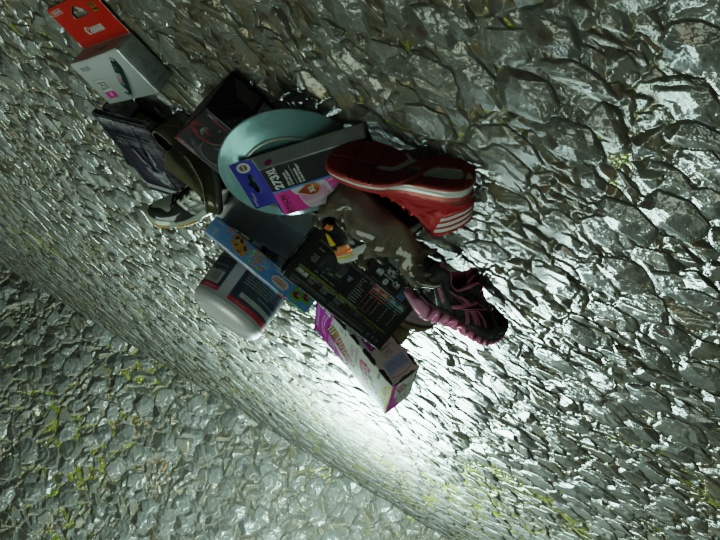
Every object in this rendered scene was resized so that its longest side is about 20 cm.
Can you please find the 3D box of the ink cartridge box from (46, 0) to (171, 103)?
[{"bbox_3d":[-0.405,-0.343,1.555,0.174,0.044,0.199,45,158,-29],"label":"ink cartridge box"}]

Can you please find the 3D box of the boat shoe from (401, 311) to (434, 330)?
[{"bbox_3d":[0.062,0.039,1.617,0.199,0.069,0.075,23,-157,-37],"label":"boat shoe"}]

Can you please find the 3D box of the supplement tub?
[{"bbox_3d":[-0.183,0.006,1.740,0.140,0.201,0.141,32,164,10],"label":"supplement tub"}]

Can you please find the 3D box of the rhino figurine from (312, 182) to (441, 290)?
[{"bbox_3d":[0.029,-0.041,1.323,0.200,0.060,0.088,40,133,12],"label":"rhino figurine"}]

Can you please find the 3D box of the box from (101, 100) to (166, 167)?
[{"bbox_3d":[-0.348,-0.206,1.765,0.199,0.048,0.194,31,157,13],"label":"box"}]

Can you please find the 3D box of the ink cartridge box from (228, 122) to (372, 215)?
[{"bbox_3d":[-0.071,-0.130,1.348,0.198,0.037,0.095,-14,139,14],"label":"ink cartridge box"}]

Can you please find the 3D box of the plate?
[{"bbox_3d":[-0.098,-0.140,1.379,0.197,0.026,0.201,-3,139,-3],"label":"plate"}]

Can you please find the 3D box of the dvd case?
[{"bbox_3d":[-0.362,-0.196,1.723,0.148,0.016,0.201,18,153,36],"label":"dvd case"}]

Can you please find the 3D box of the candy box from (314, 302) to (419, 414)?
[{"bbox_3d":[0.006,0.125,1.645,0.200,0.061,0.137,48,159,18],"label":"candy box"}]

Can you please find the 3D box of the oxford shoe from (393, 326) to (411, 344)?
[{"bbox_3d":[0.028,0.089,1.745,0.070,0.075,0.200,29,-179,-19],"label":"oxford shoe"}]

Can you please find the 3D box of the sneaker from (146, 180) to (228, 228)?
[{"bbox_3d":[-0.270,-0.133,1.677,0.198,0.076,0.088,-13,133,3],"label":"sneaker"}]

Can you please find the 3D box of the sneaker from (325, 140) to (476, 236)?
[{"bbox_3d":[0.052,-0.093,1.283,0.198,0.079,0.116,15,144,21],"label":"sneaker"}]

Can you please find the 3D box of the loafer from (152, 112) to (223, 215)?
[{"bbox_3d":[-0.276,-0.163,1.592,0.201,0.069,0.076,59,160,29],"label":"loafer"}]

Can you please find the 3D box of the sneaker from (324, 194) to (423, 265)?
[{"bbox_3d":[0.021,-0.077,1.394,0.199,0.070,0.091,-24,101,41],"label":"sneaker"}]

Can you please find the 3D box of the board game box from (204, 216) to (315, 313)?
[{"bbox_3d":[-0.159,-0.007,1.595,0.200,0.037,0.151,40,175,-3],"label":"board game box"}]

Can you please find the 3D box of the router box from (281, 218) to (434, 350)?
[{"bbox_3d":[0.000,0.000,1.518,0.199,0.150,0.062,38,-168,-10],"label":"router box"}]

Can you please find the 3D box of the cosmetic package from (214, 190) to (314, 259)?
[{"bbox_3d":[-0.131,-0.075,1.632,0.199,0.051,0.082,31,139,-18],"label":"cosmetic package"}]

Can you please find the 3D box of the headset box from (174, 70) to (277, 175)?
[{"bbox_3d":[-0.182,-0.195,1.483,0.148,0.075,0.200,39,160,-16],"label":"headset box"}]

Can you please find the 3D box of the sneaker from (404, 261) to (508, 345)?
[{"bbox_3d":[0.161,0.044,1.484,0.199,0.096,0.079,23,-160,-37],"label":"sneaker"}]
